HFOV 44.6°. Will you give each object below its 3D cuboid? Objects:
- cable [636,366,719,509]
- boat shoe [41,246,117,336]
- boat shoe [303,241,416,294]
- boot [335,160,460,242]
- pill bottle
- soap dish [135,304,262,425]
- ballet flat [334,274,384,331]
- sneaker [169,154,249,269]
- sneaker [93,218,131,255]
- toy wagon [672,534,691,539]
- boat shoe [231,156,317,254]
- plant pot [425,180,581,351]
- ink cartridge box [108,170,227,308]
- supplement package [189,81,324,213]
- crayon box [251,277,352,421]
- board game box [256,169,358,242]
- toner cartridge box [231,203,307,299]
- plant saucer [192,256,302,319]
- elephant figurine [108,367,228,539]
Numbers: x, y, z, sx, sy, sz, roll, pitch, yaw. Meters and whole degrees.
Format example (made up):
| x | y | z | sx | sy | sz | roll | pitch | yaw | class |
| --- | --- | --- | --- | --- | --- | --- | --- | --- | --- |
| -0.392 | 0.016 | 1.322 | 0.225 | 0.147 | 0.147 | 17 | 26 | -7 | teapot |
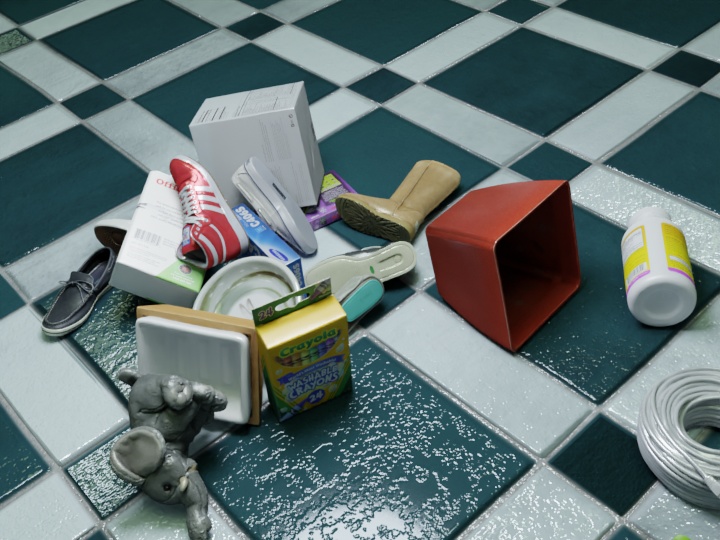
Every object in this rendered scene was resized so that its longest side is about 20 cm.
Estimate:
| x | y | z | sx | sy | sz | roll | pitch | yaw | class |
| --- | --- | --- | --- | --- | --- | --- | --- | --- | --- |
| 0.472 | 0.220 | 1.171 | 0.198 | 0.070 | 0.199 | -28 | 44 | -24 | cable |
| -0.486 | 0.033 | 1.525 | 0.074 | 0.063 | 0.201 | 15 | 46 | 21 | boat shoe |
| 0.000 | 0.000 | 1.508 | 0.197 | 0.073 | 0.068 | -15 | 4 | 0 | boat shoe |
| 0.071 | -0.143 | 1.653 | 0.173 | 0.067 | 0.201 | 26 | 50 | 15 | boot |
| 0.475 | -0.014 | 1.412 | 0.102 | 0.105 | 0.202 | 2 | 41 | 10 | pill bottle |
| -0.234 | 0.135 | 1.307 | 0.196 | 0.160 | 0.081 | 8 | 23 | 16 | soap dish |
| -0.043 | 0.078 | 1.420 | 0.199 | 0.068 | 0.063 | -39 | 21 | -25 | ballet flat |
| -0.280 | -0.094 | 1.456 | 0.112 | 0.071 | 0.201 | -33 | 85 | -43 | sneaker |
| -0.389 | -0.064 | 1.623 | 0.196 | 0.074 | 0.085 | 13 | 40 | 5 | sneaker |
| 0.380 | 0.400 | 0.997 | 0.154 | 0.040 | 0.199 | -34 | 48 | -28 | toy wagon |
| -0.157 | -0.104 | 1.577 | 0.069 | 0.201 | 0.071 | -34 | 13 | 21 | boat shoe |
| 0.219 | -0.027 | 1.410 | 0.175 | 0.202 | 0.199 | 19 | 45 | 43 | plant pot |
| -0.327 | -0.051 | 1.508 | 0.143 | 0.084 | 0.202 | 21 | 54 | -14 | ink cartridge box |
| -0.188 | -0.225 | 1.643 | 0.196 | 0.194 | 0.148 | -7 | 30 | 9 | supplement package |
| -0.080 | 0.117 | 1.261 | 0.124 | 0.202 | 0.052 | -22 | 47 | -17 | crayon box |
| -0.107 | -0.120 | 1.675 | 0.198 | 0.033 | 0.120 | -25 | 40 | -19 | board game box |
| -0.166 | -0.027 | 1.524 | 0.043 | 0.096 | 0.200 | -27 | 44 | -22 | toner cartridge box |
| -0.177 | 0.077 | 1.409 | 0.197 | 0.050 | 0.203 | -10 | 60 | 17 | plant saucer |
| -0.269 | 0.249 | 1.193 | 0.154 | 0.140 | 0.203 | -8 | 63 | 54 | elephant figurine |
